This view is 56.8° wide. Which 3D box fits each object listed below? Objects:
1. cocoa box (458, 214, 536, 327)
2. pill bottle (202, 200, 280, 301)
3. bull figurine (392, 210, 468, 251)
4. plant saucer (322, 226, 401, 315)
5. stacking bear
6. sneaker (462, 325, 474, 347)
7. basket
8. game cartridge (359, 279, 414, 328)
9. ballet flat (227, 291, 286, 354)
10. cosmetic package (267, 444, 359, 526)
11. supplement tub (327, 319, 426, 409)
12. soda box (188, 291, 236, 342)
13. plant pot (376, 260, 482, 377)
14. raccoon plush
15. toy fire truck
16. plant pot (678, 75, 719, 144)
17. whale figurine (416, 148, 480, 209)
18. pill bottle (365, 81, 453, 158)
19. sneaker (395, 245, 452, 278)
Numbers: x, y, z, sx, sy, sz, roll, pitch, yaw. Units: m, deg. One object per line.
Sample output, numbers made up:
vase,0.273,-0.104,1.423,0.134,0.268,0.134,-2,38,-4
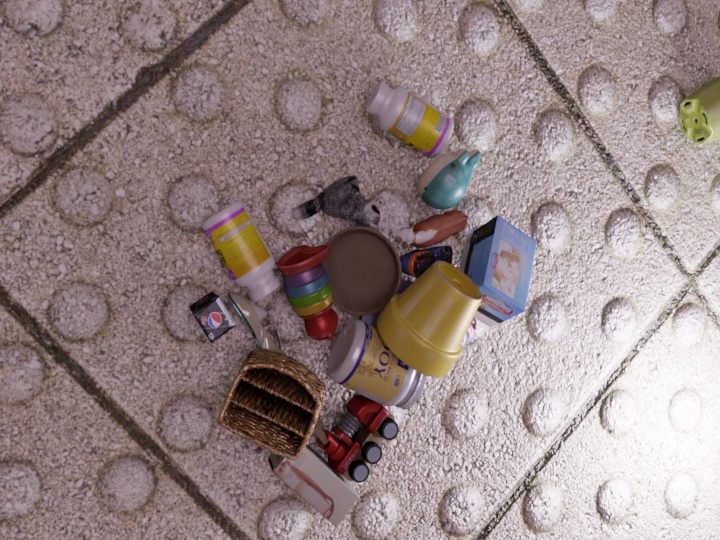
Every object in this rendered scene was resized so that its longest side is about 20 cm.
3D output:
cocoa box,0.317,0.003,1.576,0.131,0.131,0.204,29,58,-17
pill bottle,-0.252,-0.040,1.442,0.103,0.104,0.204,-32,100,-14
bull figurine,0.158,-0.092,1.564,0.194,0.121,0.067,-16,95,-17
plant saucer,0.000,0.000,1.524,0.193,0.029,0.207,2,102,10
stacking bear,-0.107,0.060,1.491,0.113,0.119,0.205,-35,116,-40
sneaker,0.198,0.113,1.588,0.201,0.080,0.087,50,50,-12
basket,-0.179,0.274,1.409,0.196,0.150,0.145,27,112,-1
game cartridge,0.060,0.116,1.585,0.126,0.038,0.207,12,88,-13
ballet flat,-0.223,0.122,1.477,0.068,0.069,0.204,-31,109,-14
cosmetic package,-0.108,0.467,1.503,0.200,0.103,0.088,44,81,-12
supplement tub,0.039,0.214,1.493,0.196,0.145,0.149,27,83,-18
soda box,-0.307,0.094,1.377,0.063,0.199,0.072,-34,101,-13
plant pot,0.163,0.094,1.454,0.197,0.202,0.191,29,113,-16
raccoon plush,-0.046,-0.127,1.537,0.195,0.097,0.137,-21,113,13
toy fire truck,-0.040,0.349,1.524,0.200,0.128,0.177,44,78,-24
plant pot,0.974,-0.438,1.796,0.180,0.200,0.206,-23,98,-4
whale figurine,0.222,-0.215,1.567,0.198,0.160,0.104,-29,71,-39
pill bottle,0.112,-0.353,1.545,0.196,0.104,0.107,28,83,-16
sneaker,0.155,-0.025,1.568,0.197,0.077,0.078,0,99,-51
